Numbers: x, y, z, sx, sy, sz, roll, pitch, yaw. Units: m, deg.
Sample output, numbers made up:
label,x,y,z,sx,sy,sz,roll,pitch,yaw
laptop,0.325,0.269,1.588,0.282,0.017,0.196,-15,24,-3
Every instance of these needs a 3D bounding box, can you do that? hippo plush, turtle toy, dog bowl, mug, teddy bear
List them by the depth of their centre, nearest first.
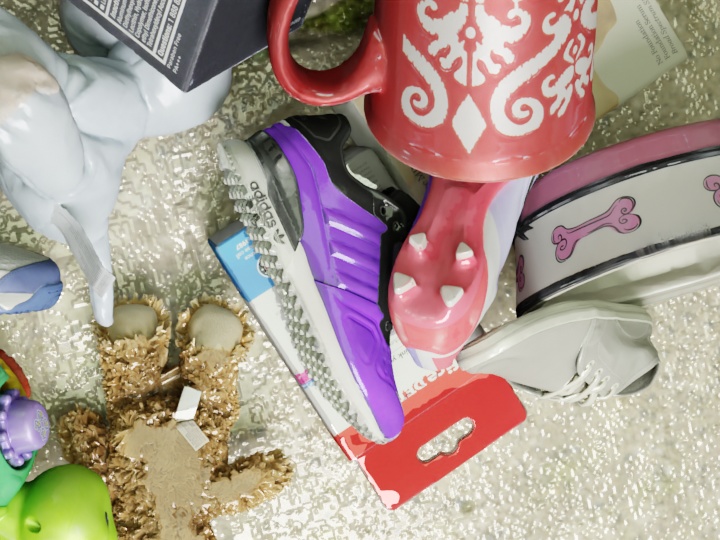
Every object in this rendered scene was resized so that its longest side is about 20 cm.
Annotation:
label,x,y,z,sx,sy,sz,roll,pitch,yaw
mug,0.052,-0.155,0.757,0.177,0.133,0.201,-30,142,-28
hippo plush,-0.147,-0.109,0.834,0.161,0.159,0.200,-39,83,-17
turtle toy,-0.226,0.105,0.848,0.101,0.146,0.200,-38,89,-30
dog bowl,0.183,-0.030,0.900,0.199,0.200,0.074,-13,77,-11
teddy bear,-0.118,0.111,0.912,0.144,0.067,0.201,-15,93,-11

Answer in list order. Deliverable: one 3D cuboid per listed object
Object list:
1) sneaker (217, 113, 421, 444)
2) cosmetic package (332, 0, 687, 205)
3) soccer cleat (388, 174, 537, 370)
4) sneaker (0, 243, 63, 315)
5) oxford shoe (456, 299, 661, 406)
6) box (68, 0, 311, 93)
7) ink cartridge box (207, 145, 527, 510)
label,x,y,z,sx,sy,sz,roll,pitch,yaw
sneaker,0.000,0.000,0.852,0.099,0.070,0.201,-26,101,-13
cosmetic package,0.093,-0.121,0.928,0.200,0.071,0.105,-36,100,-7
soccer cleat,0.068,-0.036,0.850,0.066,0.077,0.201,16,59,15
sneaker,-0.267,-0.032,0.859,0.199,0.075,0.089,16,91,-13
oxford shoe,0.131,0.054,0.905,0.075,0.200,0.058,-25,74,33
box,-0.104,-0.242,0.764,0.198,0.123,0.200,38,131,11
ink cartridge box,0.005,0.035,0.926,0.116,0.067,0.200,-33,101,-7
